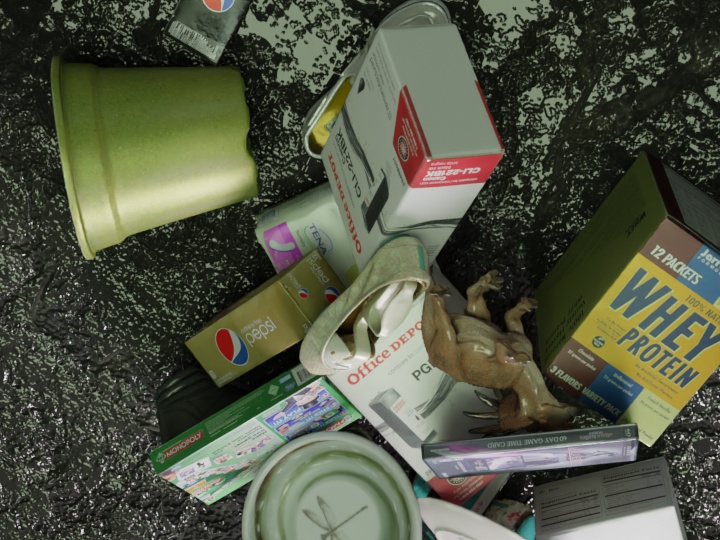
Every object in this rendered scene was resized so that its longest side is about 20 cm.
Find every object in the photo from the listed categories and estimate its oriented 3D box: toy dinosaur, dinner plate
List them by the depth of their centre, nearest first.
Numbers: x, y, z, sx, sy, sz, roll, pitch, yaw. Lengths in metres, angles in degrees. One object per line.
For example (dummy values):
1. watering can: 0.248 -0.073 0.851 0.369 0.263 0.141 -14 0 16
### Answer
1. toy dinosaur: 0.110 0.084 1.395 0.199 0.086 0.137 36 135 24
2. dinner plate: 0.140 0.294 1.538 0.199 0.200 0.024 34 71 -9

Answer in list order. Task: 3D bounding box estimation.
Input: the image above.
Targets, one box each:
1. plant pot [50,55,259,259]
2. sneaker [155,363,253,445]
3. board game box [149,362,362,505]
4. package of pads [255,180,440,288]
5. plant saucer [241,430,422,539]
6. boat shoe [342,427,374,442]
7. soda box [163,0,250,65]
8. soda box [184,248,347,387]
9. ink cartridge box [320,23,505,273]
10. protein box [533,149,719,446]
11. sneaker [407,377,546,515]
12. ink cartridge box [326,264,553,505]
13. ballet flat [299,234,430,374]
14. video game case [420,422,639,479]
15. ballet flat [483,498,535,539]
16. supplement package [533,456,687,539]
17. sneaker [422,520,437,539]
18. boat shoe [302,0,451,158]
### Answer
1. plant pot: -0.198 -0.125 1.475 0.182 0.201 0.203 -9 111 -4
2. sneaker: -0.133 0.139 1.622 0.198 0.100 0.071 -13 147 -21
3. board game box: -0.107 0.172 1.564 0.198 0.135 0.029 -31 62 5
4. package of pads: 0.000 0.000 1.560 0.153 0.068 0.202 -24 108 13
5. plant saucer: -0.026 0.271 1.570 0.197 0.050 0.203 -2 84 17
6. boat shoe: -0.027 0.272 1.629 0.071 0.060 0.204 4 83 35
7. soda box: -0.118 -0.307 1.448 0.063 0.071 0.201 29 111 -8
8. soda box: -0.097 0.051 1.532 0.064 0.068 0.199 52 140 -4
9. ink cartridge box: 0.043 -0.109 1.387 0.083 0.146 0.201 -7 152 -23
10. protein box: 0.285 0.023 1.477 0.134 0.200 0.199 33 110 -9
11. sneaker: 0.110 0.179 1.617 0.120 0.084 0.201 23 112 -15
12. ink cartridge box: 0.083 0.118 1.512 0.145 0.085 0.200 -41 98 17
13. ballet flat: 0.001 0.049 1.397 0.067 0.063 0.201 10 134 -30
14. video game case: 0.163 0.173 1.411 0.197 0.143 0.019 -6 74 8
15. ballet flat: 0.161 0.339 1.683 0.063 0.075 0.202 22 123 34
16. supplement package: 0.290 0.333 1.643 0.154 0.111 0.202 -15 110 10
17. sneaker: 0.003 0.325 1.672 0.198 0.091 0.078 -17 108 11
18. boat shoe: 0.012 -0.187 1.477 0.202 0.086 0.075 -42 103 18
